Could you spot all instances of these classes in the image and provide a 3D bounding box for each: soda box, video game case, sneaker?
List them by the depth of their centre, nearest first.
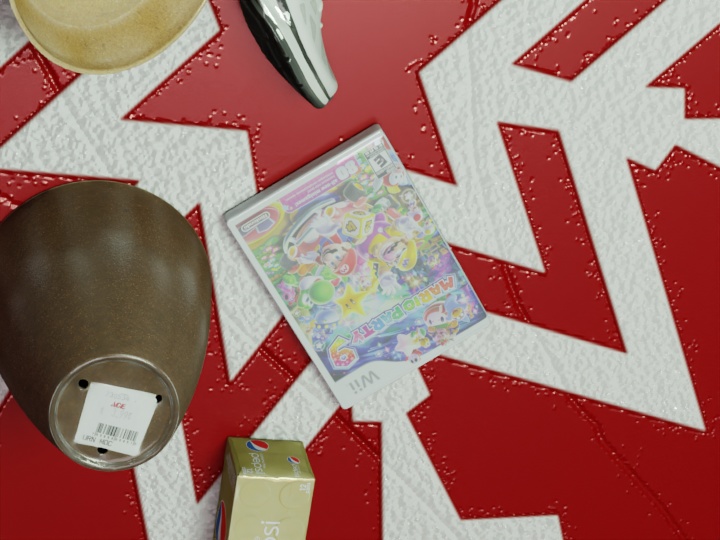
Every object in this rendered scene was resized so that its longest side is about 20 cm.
[{"bbox_3d":[-0.033,-0.218,1.450,0.115,0.076,0.201,-35,130,-9],"label":"sneaker"},{"bbox_3d":[0.000,0.000,1.591,0.142,0.018,0.201,-30,117,2],"label":"video game case"},{"bbox_3d":[-0.088,0.242,1.659,0.067,0.064,0.202,4,114,-14],"label":"soda box"}]

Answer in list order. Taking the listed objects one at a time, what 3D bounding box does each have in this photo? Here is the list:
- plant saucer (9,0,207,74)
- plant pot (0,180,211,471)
[{"bbox_3d":[-0.176,-0.238,1.392,0.199,0.035,0.202,-25,128,-37],"label":"plant saucer"},{"bbox_3d":[-0.190,0.059,1.475,0.185,0.200,0.189,-5,116,-10],"label":"plant pot"}]
